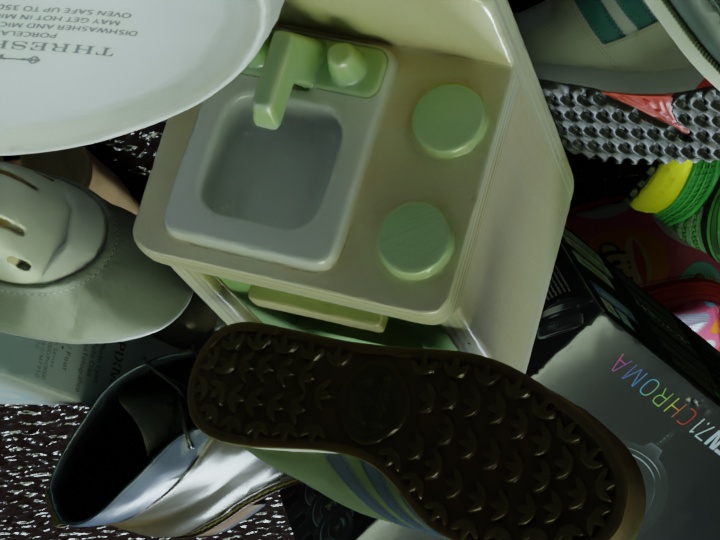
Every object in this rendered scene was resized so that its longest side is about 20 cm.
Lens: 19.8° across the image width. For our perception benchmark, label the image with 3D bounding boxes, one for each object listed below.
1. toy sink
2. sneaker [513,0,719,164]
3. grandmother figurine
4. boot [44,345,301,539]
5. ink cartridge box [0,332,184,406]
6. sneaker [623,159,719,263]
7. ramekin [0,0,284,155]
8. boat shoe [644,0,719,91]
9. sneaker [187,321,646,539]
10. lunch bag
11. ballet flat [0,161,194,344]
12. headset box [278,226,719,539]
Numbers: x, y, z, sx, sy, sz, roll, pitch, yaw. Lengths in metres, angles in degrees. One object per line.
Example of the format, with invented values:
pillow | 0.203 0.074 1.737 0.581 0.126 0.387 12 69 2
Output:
toy sink | -0.004 -0.033 0.797 0.129 0.113 0.200 12 164 17
sneaker | 0.126 -0.098 0.808 0.070 0.094 0.199 33 163 -38
grandmother figurine | -0.115 -0.005 0.955 0.120 0.061 0.200 -8 157 21
boot | -0.054 0.062 0.917 0.200 0.075 0.097 -44 155 29
ink cartridge box | -0.161 0.054 1.003 0.159 0.048 0.199 -3 158 40
sneaker | 0.186 -0.059 0.884 0.085 0.078 0.200 36 160 4
ramekin | -0.110 -0.112 0.641 0.200 0.095 0.203 -9 158 -3
boat shoe | 0.129 -0.112 0.672 0.200 0.073 0.062 39 150 -18
sneaker | 0.033 0.069 0.798 0.199 0.068 0.090 15 171 34
lunch bag | 0.134 0.025 1.109 0.175 0.083 0.200 -16 159 7
ballet flat | -0.163 -0.021 0.817 0.198 0.068 0.064 14 152 2
headset box | 0.079 0.099 0.984 0.200 0.093 0.174 -43 126 14
